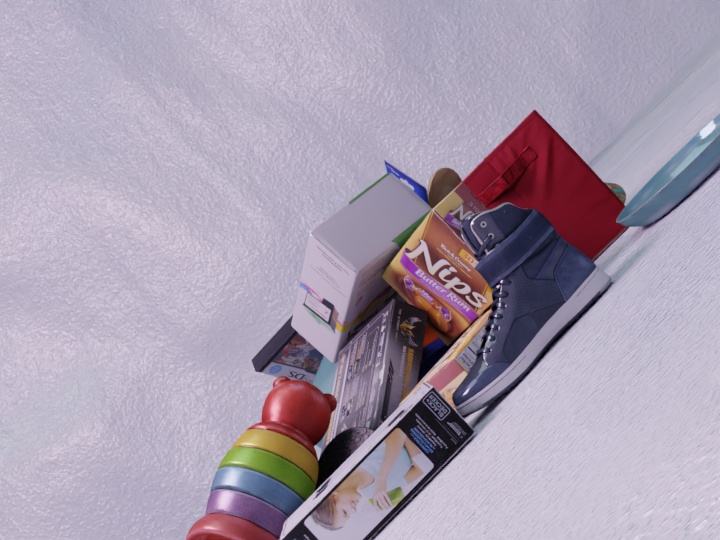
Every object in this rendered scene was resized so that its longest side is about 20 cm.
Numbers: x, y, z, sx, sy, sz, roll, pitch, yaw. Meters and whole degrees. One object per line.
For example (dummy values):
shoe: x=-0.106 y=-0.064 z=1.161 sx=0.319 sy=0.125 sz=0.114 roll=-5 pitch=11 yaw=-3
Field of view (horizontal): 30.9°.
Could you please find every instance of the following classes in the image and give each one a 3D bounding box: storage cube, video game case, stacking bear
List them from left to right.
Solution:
stacking bear: x=-0.090 y=0.207 z=1.354 sx=0.114 sy=0.120 sz=0.202 roll=86 pitch=-157 yaw=-57
video game case: x=-0.028 y=0.093 z=1.848 sx=0.180 sy=0.026 sz=0.200 roll=20 pitch=-57 yaw=-41
storage cube: x=0.210 y=-0.069 z=1.622 sx=0.171 sy=0.180 sz=0.200 roll=-44 pitch=0 yaw=3

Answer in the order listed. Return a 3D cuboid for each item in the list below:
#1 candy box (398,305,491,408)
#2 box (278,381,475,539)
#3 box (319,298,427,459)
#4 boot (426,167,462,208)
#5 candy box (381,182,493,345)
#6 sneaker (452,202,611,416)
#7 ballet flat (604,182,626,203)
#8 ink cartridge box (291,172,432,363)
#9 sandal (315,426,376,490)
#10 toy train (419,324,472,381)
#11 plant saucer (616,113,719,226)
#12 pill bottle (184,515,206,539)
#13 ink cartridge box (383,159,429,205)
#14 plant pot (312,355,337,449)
candy box: x=0.135 y=0.085 z=1.408 sx=0.200 sy=0.055 sz=0.116 roll=-44 pitch=-3 yaw=-43
box: x=0.015 y=0.198 z=1.232 sx=0.200 sy=0.060 sz=0.117 roll=-44 pitch=-1 yaw=-3
box: x=0.011 y=0.157 z=1.508 sx=0.158 sy=0.048 sz=0.202 roll=-48 pitch=26 yaw=52
boot: x=0.096 y=-0.047 z=1.797 sx=0.070 sy=0.204 sz=0.144 roll=-10 pitch=14 yaw=-19
candy box: x=0.105 y=-0.003 z=1.456 sx=0.056 sy=0.117 sz=0.200 roll=-42 pitch=-6 yaw=-27
sneaker: x=0.126 y=0.029 z=1.268 sx=0.202 sy=0.146 sz=0.077 roll=-46 pitch=1 yaw=-12
ballet flat: x=0.301 y=-0.061 z=1.796 sx=0.065 sy=0.071 sz=0.200 roll=-11 pitch=-16 yaw=-30
ink cartridge box: x=0.000 y=0.000 z=1.608 sx=0.144 sy=0.084 sz=0.201 roll=-38 pitch=-21 yaw=-31
sandal: x=-0.025 y=0.241 z=1.396 sx=0.045 sy=0.075 sz=0.201 roll=10 pitch=-54 yaw=-44
toy train: x=0.054 y=0.099 z=1.634 sx=0.199 sy=0.116 sz=0.085 roll=-34 pitch=-43 yaw=1
plant saucer: x=0.355 y=-0.113 z=1.396 sx=0.200 sy=0.027 sz=0.200 roll=-46 pitch=-1 yaw=-1
pill bottle: x=-0.153 y=0.338 z=1.516 sx=0.112 sy=0.112 sz=0.200 roll=-44 pitch=-1 yaw=10
ink cartridge box: x=0.065 y=-0.039 z=1.689 sx=0.039 sy=0.202 sz=0.099 roll=-30 pitch=39 yaw=-18
plant pot: x=0.012 y=0.155 z=1.717 sx=0.142 sy=0.141 sz=0.201 roll=-53 pitch=4 yaw=38
